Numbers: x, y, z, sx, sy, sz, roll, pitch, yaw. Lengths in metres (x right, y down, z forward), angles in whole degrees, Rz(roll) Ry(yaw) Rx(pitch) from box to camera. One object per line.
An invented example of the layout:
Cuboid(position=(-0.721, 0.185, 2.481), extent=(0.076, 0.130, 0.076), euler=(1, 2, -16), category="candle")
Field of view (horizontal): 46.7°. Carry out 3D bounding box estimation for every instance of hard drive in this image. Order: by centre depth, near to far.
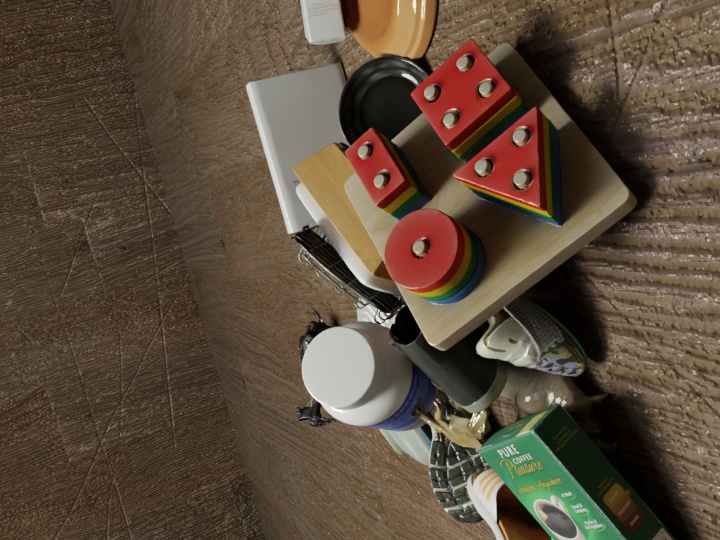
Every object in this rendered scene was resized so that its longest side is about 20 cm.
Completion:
Cuboid(position=(-0.061, -0.163, 1.106), extent=(0.026, 0.132, 0.200), euler=(-5, 102, 70), category="hard drive")

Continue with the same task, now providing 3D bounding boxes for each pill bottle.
Cuboid(position=(0.016, 0.117, 0.920), extent=(0.112, 0.112, 0.200), euler=(64, -166, 22), category="pill bottle")

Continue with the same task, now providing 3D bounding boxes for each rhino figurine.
Cuboid(position=(0.176, 0.122, 0.819), extent=(0.200, 0.060, 0.088), euler=(37, 132, 54), category="rhino figurine")

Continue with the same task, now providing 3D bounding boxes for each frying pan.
Cuboid(position=(0.064, -0.160, 0.906), extent=(0.190, 0.031, 0.115), euler=(26, 101, 15), category="frying pan")

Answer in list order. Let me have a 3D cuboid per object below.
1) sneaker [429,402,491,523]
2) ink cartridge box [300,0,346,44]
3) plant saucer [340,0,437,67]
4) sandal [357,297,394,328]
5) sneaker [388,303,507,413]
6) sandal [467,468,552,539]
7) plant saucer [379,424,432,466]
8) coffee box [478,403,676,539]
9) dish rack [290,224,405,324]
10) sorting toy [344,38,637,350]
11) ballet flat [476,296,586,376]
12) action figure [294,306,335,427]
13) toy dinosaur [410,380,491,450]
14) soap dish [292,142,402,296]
Cuboid(position=(0.123, 0.204, 1.018), extent=(0.090, 0.078, 0.200), euler=(25, -129, -66), category="sneaker")
Cuboid(position=(-0.059, -0.375, 0.989), extent=(0.163, 0.057, 0.200), euler=(-106, 10, -71), category="ink cartridge box")
Cuboid(position=(0.019, -0.319, 0.908), extent=(0.200, 0.037, 0.201), euler=(163, 90, -71), category="plant saucer")
Cuboid(position=(0.051, 0.021, 1.094), extent=(0.082, 0.050, 0.203), euler=(44, 135, 27), category="sandal")
Cuboid(position=(0.072, 0.057, 0.835), extent=(0.106, 0.075, 0.200), euler=(42, -178, -18), category="sneaker")
Cuboid(position=(0.171, 0.247, 0.853), extent=(0.207, 0.079, 0.059), euler=(-119, 49, -75), category="sandal")
Cuboid(position=(0.046, 0.189, 1.115), extent=(0.200, 0.050, 0.200), euler=(55, -179, -1), category="plant saucer")
Cuboid(position=(0.206, 0.218, 0.756), extent=(0.200, 0.044, 0.123), euler=(49, 156, 7), category="coffee box")
Cuboid(position=(0.000, 0.000, 0.953), extent=(0.153, 0.200, 0.055), euler=(37, 110, 9), category="dish rack")
Cuboid(position=(0.085, -0.074, 0.696), extent=(0.070, 0.200, 0.199), euler=(27, -151, -51), category="sorting toy")
Cuboid(position=(0.114, 0.039, 0.760), extent=(0.200, 0.072, 0.072), euler=(44, 156, 5), category="ballet flat")
Cuboid(position=(-0.060, 0.165, 1.433), extent=(0.119, 0.102, 0.200), euler=(107, 168, -70), category="action figure")
Cuboid(position=(0.110, 0.171, 0.896), extent=(0.101, 0.058, 0.200), euler=(43, 174, 25), category="toy dinosaur")
Cuboid(position=(0.032, -0.055, 0.929), extent=(0.081, 0.157, 0.200), euler=(-55, 46, 20), category="soap dish")
